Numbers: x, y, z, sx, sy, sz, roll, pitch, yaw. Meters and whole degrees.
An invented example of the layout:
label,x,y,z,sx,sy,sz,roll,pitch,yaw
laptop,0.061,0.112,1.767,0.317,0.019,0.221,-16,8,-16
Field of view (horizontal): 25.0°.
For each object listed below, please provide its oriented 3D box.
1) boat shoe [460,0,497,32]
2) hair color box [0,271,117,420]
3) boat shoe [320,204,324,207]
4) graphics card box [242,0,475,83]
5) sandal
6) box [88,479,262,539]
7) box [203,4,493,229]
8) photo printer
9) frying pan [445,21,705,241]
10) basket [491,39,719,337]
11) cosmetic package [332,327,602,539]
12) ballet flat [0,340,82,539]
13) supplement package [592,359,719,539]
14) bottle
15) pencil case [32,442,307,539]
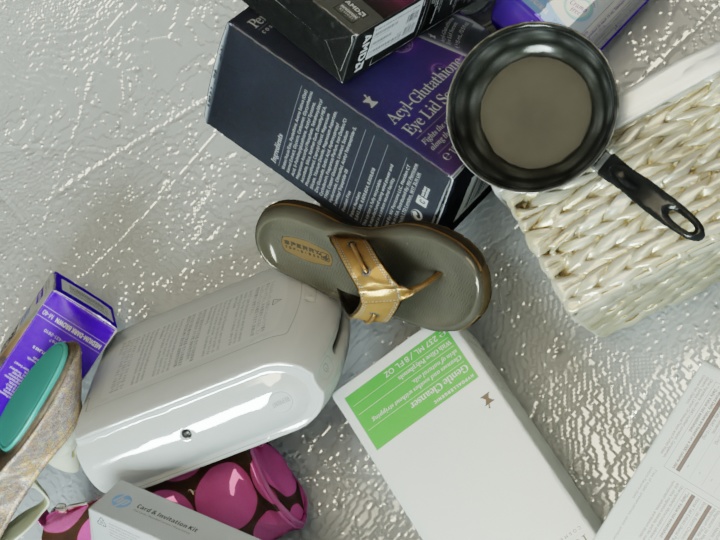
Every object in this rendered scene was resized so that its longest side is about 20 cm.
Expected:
label,x,y,z,sx,sy,sz,roll,pitch,yaw
boat shoe,0.104,-0.279,1.247,0.070,0.072,0.201,16,84,24
hair color box,-0.271,0.104,1.271,0.065,0.109,0.200,32,90,-13
boat shoe,-0.006,-0.072,1.239,0.073,0.065,0.200,4,56,-11
graphics card box,0.013,-0.223,1.150,0.125,0.051,0.200,42,53,17
sandal,0.000,0.000,1.124,0.200,0.055,0.082,18,127,30
box,-0.114,0.259,1.145,0.156,0.041,0.200,18,128,25
box,0.012,-0.124,1.171,0.200,0.104,0.148,35,51,11
photo printer,-0.101,0.073,1.198,0.200,0.070,0.166,-23,25,14
frying pan,0.147,-0.096,1.056,0.190,0.031,0.115,17,88,18
basket,0.209,-0.051,1.116,0.200,0.136,0.124,-27,72,14
cosmetic package,0.082,0.144,1.141,0.108,0.085,0.200,-37,65,6
ballet flat,-0.248,0.143,1.199,0.200,0.067,0.068,-53,29,6
supplement package,0.274,0.180,1.018,0.200,0.152,0.151,31,89,25
bottle,0.189,-0.234,1.205,0.200,0.065,0.084,-46,70,5
pencil case,-0.142,0.185,1.214,0.200,0.091,0.094,-24,89,11
